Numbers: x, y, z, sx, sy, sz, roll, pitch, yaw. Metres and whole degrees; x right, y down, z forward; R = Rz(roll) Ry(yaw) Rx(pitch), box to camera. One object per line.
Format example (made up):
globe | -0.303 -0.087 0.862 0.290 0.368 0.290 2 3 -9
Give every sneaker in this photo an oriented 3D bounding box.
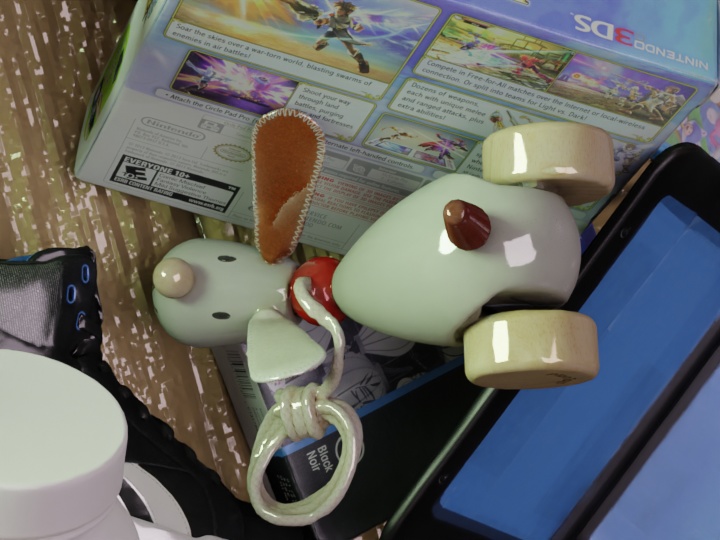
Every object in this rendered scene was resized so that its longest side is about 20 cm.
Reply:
sneaker | -0.098 0.052 0.906 0.199 0.073 0.113 18 82 -25

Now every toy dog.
toy dog | 0.000 0.000 0.850 0.096 0.199 0.133 26 42 -56

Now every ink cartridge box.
ink cartridge box | 0.040 0.035 1.000 0.199 0.039 0.100 -27 101 -26

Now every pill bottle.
pill bottle | -0.138 0.135 0.819 0.112 0.113 0.201 -4 121 -27

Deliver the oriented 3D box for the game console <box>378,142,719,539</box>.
game console | 0.133 0.077 0.918 0.175 0.116 0.201 37 97 2

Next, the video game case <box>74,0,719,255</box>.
video game case | 0.009 -0.069 0.885 0.198 0.181 0.046 16 59 -15

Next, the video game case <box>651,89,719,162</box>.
video game case | 0.227 -0.081 1.111 0.199 0.018 0.144 29 75 -24
